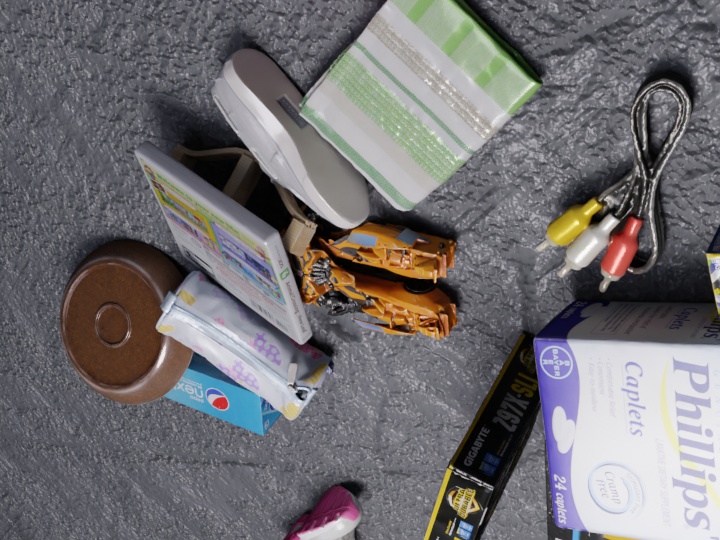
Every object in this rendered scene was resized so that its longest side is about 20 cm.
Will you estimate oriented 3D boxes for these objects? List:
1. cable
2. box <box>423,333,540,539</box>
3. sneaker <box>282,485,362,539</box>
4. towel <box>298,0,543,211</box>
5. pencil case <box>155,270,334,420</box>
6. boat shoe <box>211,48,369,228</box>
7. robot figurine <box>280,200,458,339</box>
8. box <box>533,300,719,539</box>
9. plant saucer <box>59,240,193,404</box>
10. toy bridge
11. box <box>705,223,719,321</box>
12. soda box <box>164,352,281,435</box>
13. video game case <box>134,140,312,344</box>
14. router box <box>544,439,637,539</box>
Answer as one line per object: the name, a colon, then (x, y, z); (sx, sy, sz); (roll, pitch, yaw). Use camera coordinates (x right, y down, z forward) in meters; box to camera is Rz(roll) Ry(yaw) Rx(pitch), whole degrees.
cable: (0.226, -0.061, 0.828); (0.097, 0.050, 0.200); (32, 135, 8)
box: (0.124, 0.180, 0.970); (0.049, 0.200, 0.160); (25, 133, 14)
sneaker: (-0.037, 0.345, 1.291); (0.088, 0.081, 0.200); (39, 143, 1)
towel: (0.049, -0.156, 0.898); (0.149, 0.031, 0.200); (43, 133, -5)
pencil case: (-0.131, 0.085, 1.132); (0.200, 0.091, 0.083); (35, 110, -1)
boat shoe: (-0.072, -0.117, 0.972); (0.200, 0.072, 0.068); (47, 139, -7)
robot figurine: (0.000, 0.000, 1.018); (0.200, 0.058, 0.145); (12, 126, 26)
box: (0.267, 0.129, 0.871); (0.200, 0.105, 0.184); (-1, 105, 32)
plant saucer: (-0.289, 0.065, 1.211); (0.200, 0.034, 0.201); (2, 95, 25)
toy bridge: (-0.122, -0.088, 1.031); (0.200, 0.027, 0.067); (31, 95, 30)
box: (0.374, -0.003, 0.764); (0.200, 0.064, 0.070); (-2, 120, 35)
soda box: (-0.188, 0.127, 1.233); (0.200, 0.064, 0.068); (17, 130, 23)
video game case: (-0.139, -0.027, 1.045); (0.200, 0.022, 0.182); (35, 156, 29)
router box: (0.267, 0.253, 1.032); (0.149, 0.051, 0.200); (10, 125, 28)
